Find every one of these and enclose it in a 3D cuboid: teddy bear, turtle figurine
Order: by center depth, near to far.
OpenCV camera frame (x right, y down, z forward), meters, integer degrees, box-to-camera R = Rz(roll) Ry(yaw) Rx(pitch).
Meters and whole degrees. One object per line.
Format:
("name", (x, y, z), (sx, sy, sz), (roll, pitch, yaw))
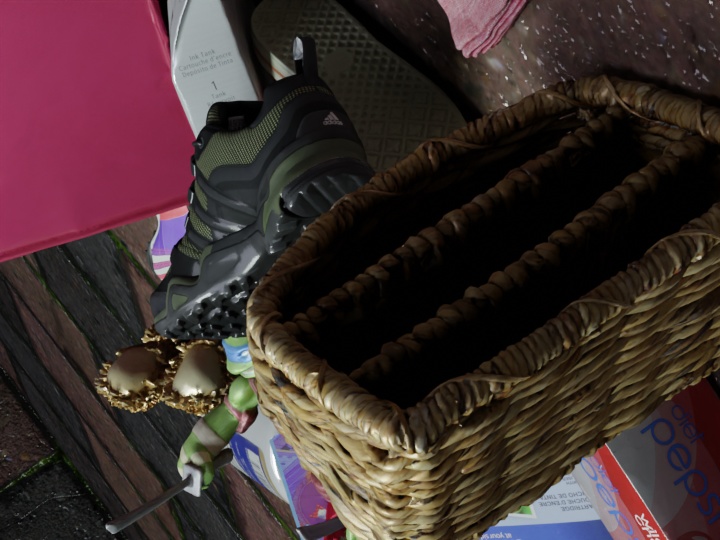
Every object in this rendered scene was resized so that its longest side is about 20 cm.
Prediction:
("turtle figurine", (-0.033, 0.128, 0.965), (0.194, 0.143, 0.201), (42, -147, -38))
("teddy bear", (-0.085, 0.058, 1.094), (0.200, 0.144, 0.067), (-47, -55, -73))

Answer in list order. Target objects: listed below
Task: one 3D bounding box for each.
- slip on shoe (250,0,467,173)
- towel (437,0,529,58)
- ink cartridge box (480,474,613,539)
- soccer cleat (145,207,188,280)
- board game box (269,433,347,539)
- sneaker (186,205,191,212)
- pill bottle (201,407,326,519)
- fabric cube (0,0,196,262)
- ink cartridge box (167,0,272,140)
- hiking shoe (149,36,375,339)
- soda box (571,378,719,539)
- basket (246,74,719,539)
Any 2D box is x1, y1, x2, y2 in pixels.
("slip on shoe", (0.006, -0.073, 0.881), (0.200, 0.074, 0.061), (52, 168, 36))
("towel", (0.016, -0.199, 0.718), (0.200, 0.023, 0.144), (55, 162, 7))
("ink cartridge box", (0.086, 0.095, 0.917), (0.119, 0.042, 0.201), (-11, 119, 38))
("soccer cleat", (-0.127, -0.023, 1.334), (0.073, 0.068, 0.200), (47, 158, 17))
("board game box", (0.025, 0.167, 1.117), (0.201, 0.157, 0.039), (77, -165, -47))
("sneaker", (-0.058, -0.030, 1.118), (0.079, 0.075, 0.200), (36, -164, -41))
("pill bottle", (-0.051, 0.104, 1.252), (0.200, 0.119, 0.120), (20, 139, 63))
("fabric cube", (-0.213, -0.152, 1.023), (0.201, 0.195, 0.200), (76, 179, -46))
("ink cartridge box", (-0.097, -0.171, 0.923), (0.161, 0.050, 0.201), (-102, -9, -53))
("hiking shoe", (-0.054, -0.034, 0.861), (0.200, 0.075, 0.101), (-41, 54, 48))
("soda box", (0.132, 0.073, 0.803), (0.201, 0.063, 0.070), (57, 163, 0))
("basket", (0.053, -0.002, 0.663), (0.143, 0.199, 0.149), (50, 164, 25))
